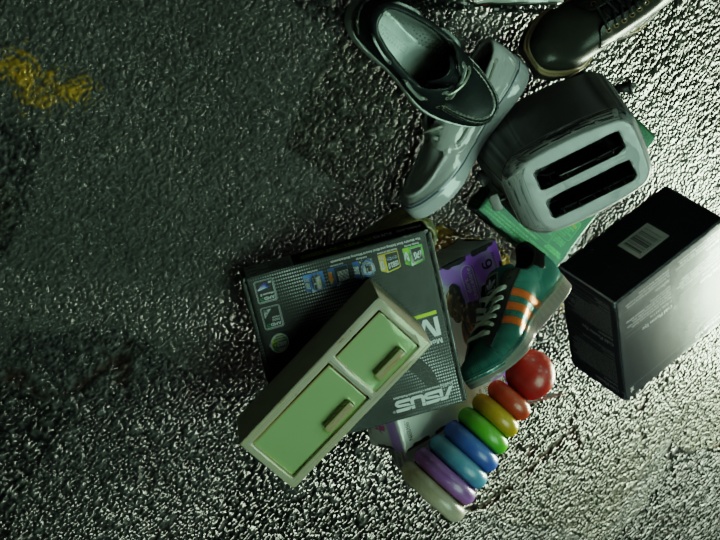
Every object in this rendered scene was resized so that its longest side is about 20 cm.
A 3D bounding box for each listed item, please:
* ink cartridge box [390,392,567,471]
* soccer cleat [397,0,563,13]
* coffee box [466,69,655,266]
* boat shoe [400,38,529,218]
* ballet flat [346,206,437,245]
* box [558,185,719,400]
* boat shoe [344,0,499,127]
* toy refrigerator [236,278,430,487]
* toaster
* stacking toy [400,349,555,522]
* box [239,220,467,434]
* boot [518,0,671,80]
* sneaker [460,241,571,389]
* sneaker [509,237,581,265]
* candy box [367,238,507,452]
[{"bbox_3d":[0.136,0.188,1.643,0.198,0.161,0.051,-13,86,-4],"label":"ink cartridge box"},{"bbox_3d":[0.113,-0.295,1.405,0.198,0.068,0.074,-4,94,-27],"label":"soccer cleat"},{"bbox_3d":[0.228,-0.112,1.610,0.123,0.044,0.201,37,89,-16],"label":"coffee box"},{"bbox_3d":[0.094,-0.151,1.489,0.065,0.073,0.201,34,88,-35],"label":"boat shoe"},{"bbox_3d":[0.000,0.000,1.495,0.199,0.071,0.071,-35,136,-21],"label":"ballet flat"},{"bbox_3d":[0.366,0.029,1.832,0.199,0.104,0.183,-34,135,-21],"label":"box"},{"bbox_3d":[0.069,-0.197,1.388,0.199,0.060,0.076,28,92,-32],"label":"boat shoe"},{"bbox_3d":[-0.028,0.112,1.402,0.076,0.070,0.200,42,97,-17],"label":"toy refrigerator"},{"bbox_3d":[0.220,-0.124,1.494,0.199,0.129,0.114,-25,118,4],"label":"toaster"},{"bbox_3d":[0.135,0.168,1.519,0.200,0.085,0.085,-49,139,-2],"label":"stacking toy"},{"bbox_3d":[-0.006,0.067,1.451,0.198,0.048,0.195,-14,107,-5],"label":"box"},{"bbox_3d":[0.268,-0.281,1.497,0.200,0.138,0.078,-36,93,-33],"label":"boot"},{"bbox_3d":[0.152,0.046,1.532,0.080,0.071,0.200,50,48,-8],"label":"sneaker"},{"bbox_3d":[0.238,-0.080,1.672,0.200,0.075,0.081,-49,126,-9],"label":"sneaker"},{"bbox_3d":[0.081,0.080,1.573,0.199,0.071,0.169,-27,106,-30],"label":"candy box"}]
